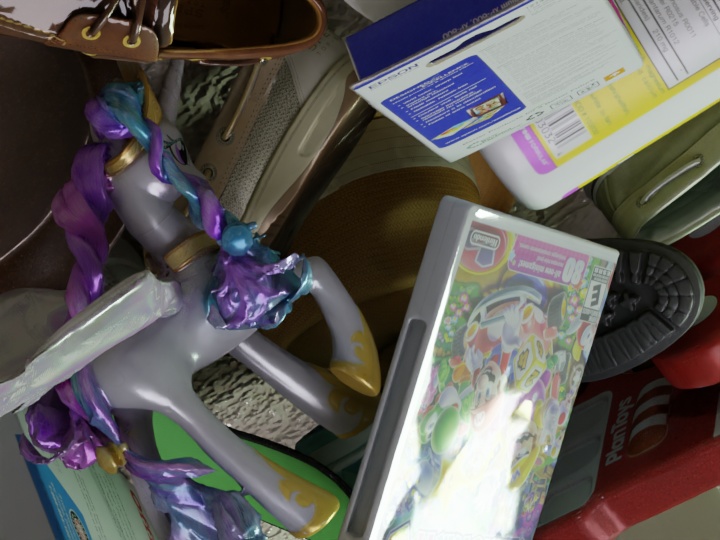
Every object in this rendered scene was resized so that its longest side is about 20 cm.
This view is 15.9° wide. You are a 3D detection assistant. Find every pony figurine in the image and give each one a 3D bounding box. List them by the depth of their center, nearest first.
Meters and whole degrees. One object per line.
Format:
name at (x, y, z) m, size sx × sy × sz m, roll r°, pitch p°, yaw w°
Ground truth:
pony figurine at (-0.091, 0.033, 1.058) m, size 0.193 × 0.200 × 0.166 m, roll -45°, pitch -161°, yaw -25°

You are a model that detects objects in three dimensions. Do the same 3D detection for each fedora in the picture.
fedora at (0.000, 0.000, 1.238) m, size 0.199 × 0.082 × 0.201 m, roll -18°, pitch 147°, yaw -12°

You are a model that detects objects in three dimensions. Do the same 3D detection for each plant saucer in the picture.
plant saucer at (-0.183, -0.042, 1.076) m, size 0.199 × 0.035 × 0.201 m, roll -20°, pitch 138°, yaw -19°

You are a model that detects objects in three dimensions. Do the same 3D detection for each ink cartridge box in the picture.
ink cartridge box at (0.052, -0.087, 1.003) m, size 0.094 × 0.037 × 0.200 m, roll -26°, pitch 172°, yaw 9°
ink cartridge box at (-0.158, 0.143, 1.272) m, size 0.086 × 0.147 × 0.200 m, roll -28°, pitch 147°, yaw 2°

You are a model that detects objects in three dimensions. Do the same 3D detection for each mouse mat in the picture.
mouse mat at (-0.068, 0.095, 1.258) m, size 0.008 × 0.199 × 0.161 m, roll -61°, pitch 150°, yaw -15°

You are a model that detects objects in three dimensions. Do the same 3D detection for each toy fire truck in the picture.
toy fire truck at (0.166, 0.058, 1.358) m, size 0.167 × 0.200 × 0.112 m, roll -28°, pitch 114°, yaw 26°

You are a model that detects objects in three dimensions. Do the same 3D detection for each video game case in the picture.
video game case at (0.048, 0.076, 1.138) m, size 0.143 × 0.018 × 0.201 m, roll 14°, pitch 93°, yaw -57°

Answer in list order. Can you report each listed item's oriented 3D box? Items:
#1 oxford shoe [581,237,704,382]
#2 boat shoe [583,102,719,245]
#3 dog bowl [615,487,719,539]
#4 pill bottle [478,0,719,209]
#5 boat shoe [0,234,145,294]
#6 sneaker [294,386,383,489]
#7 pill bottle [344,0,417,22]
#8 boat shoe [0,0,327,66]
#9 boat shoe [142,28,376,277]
oxford shoe at (0.100, 0.019, 1.318) m, size 0.199 × 0.073 × 0.084 m, roll -15°, pitch -176°, yaw 43°
boat shoe at (0.206, -0.075, 1.291) m, size 0.199 × 0.062 × 0.072 m, roll -32°, pitch 147°, yaw 10°
dog bowl at (0.111, 0.165, 1.436) m, size 0.199 × 0.201 × 0.079 m, roll -6°, pitch 141°, yaw -27°
pill bottle at (0.132, -0.119, 1.143) m, size 0.199 × 0.105 × 0.104 m, roll -31°, pitch 147°, yaw 9°
boat shoe at (-0.183, 0.030, 1.169) m, size 0.199 × 0.070 × 0.071 m, roll -10°, pitch 144°, yaw -24°
sneaker at (0.056, 0.106, 1.275) m, size 0.079 × 0.131 × 0.200 m, roll -34°, pitch -178°, yaw -27°
pill bottle at (0.063, -0.187, 0.993) m, size 0.112 × 0.113 × 0.200 m, roll 9°, pitch 134°, yaw -41°
boat shoe at (-0.096, -0.118, 1.004) m, size 0.199 × 0.067 × 0.072 m, roll 6°, pitch 103°, yaw -43°
boat shoe at (-0.065, -0.024, 1.150) m, size 0.201 × 0.065 × 0.072 m, roll -56°, pitch 172°, yaw 18°
